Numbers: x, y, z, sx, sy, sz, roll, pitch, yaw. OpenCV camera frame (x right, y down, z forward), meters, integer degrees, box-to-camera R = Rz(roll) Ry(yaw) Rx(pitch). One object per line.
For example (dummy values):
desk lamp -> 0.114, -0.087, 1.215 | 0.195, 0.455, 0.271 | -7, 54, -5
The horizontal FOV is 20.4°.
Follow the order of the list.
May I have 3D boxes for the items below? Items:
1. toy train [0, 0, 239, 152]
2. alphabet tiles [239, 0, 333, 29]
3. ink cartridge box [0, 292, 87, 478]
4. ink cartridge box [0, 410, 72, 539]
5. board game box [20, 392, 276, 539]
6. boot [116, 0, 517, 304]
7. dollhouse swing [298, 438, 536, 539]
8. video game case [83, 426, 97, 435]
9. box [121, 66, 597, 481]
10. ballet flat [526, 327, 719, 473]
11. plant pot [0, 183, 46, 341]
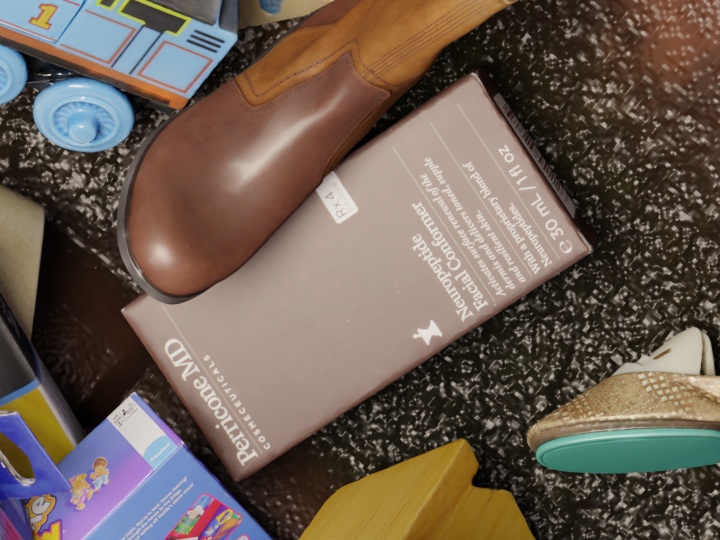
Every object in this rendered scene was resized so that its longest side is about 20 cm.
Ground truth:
toy train -> -0.151, -0.128, 0.870 | 0.199, 0.087, 0.114 | 20, 138, -25
alphabet tiles -> -0.082, -0.168, 0.886 | 0.199, 0.006, 0.167 | -9, 138, 21
ink cartridge box -> -0.223, 0.095, 0.878 | 0.199, 0.047, 0.198 | -27, 135, -4
ink cartridge box -> -0.219, 0.104, 0.805 | 0.200, 0.076, 0.137 | -27, 130, 0
board game box -> -0.131, 0.169, 0.905 | 0.200, 0.135, 0.045 | -44, 46, -7
boot -> 0.004, -0.074, 0.820 | 0.200, 0.188, 0.069 | -23, 106, 50
dollhouse swing -> -0.008, 0.218, 0.932 | 0.175, 0.182, 0.200 | -15, 113, 35
video game case -> -0.209, 0.180, 0.994 | 0.199, 0.036, 0.182 | -8, 95, 7
box -> 0.000, 0.000, 0.932 | 0.200, 0.075, 0.100 | -34, 92, 11
ballet flat -> 0.177, 0.059, 0.932 | 0.199, 0.071, 0.066 | 0, 69, 4
plant pot -> -0.250, 0.004, 0.923 | 0.199, 0.187, 0.188 | 7, 98, -10
